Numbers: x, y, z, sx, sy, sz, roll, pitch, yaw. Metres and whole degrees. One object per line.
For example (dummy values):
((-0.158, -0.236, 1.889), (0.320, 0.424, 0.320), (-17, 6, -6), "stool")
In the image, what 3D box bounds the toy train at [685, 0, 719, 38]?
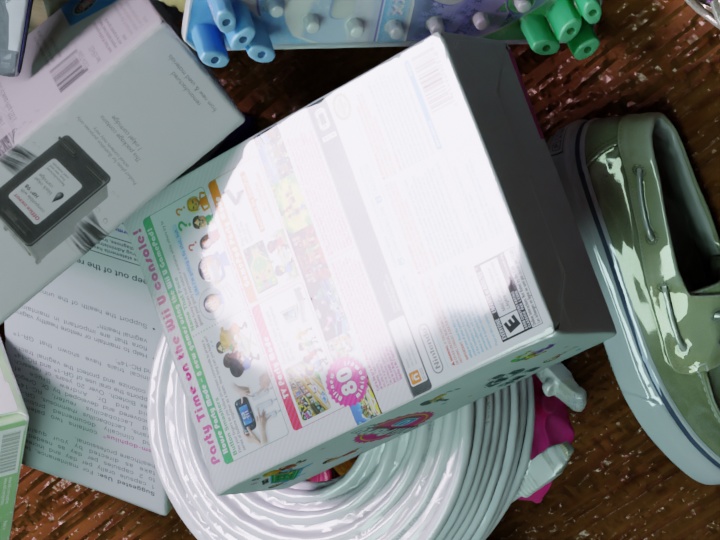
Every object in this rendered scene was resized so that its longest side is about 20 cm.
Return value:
((0.224, -0.103, 1.293), (0.116, 0.085, 0.200), (-39, 90, 26), "toy train")

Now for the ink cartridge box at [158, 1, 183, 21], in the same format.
((-0.108, -0.213, 1.408), (0.199, 0.041, 0.200), (8, 127, 24), "ink cartridge box")

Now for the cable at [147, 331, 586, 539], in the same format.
((-0.012, 0.068, 1.443), (0.200, 0.069, 0.200), (-49, 66, 20), "cable")

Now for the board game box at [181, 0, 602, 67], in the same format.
((0.032, -0.173, 1.292), (0.199, 0.026, 0.200), (-2, 132, -17), "board game box")

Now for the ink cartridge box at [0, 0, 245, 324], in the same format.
((-0.160, -0.048, 1.391), (0.200, 0.116, 0.067), (-39, 115, 2), "ink cartridge box")

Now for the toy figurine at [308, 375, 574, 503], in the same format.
((0.029, 0.095, 1.530), (0.200, 0.150, 0.184), (41, 123, 22), "toy figurine")

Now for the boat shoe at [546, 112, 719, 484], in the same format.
((0.152, 0.016, 1.417), (0.062, 0.072, 0.200), (-13, 114, 38), "boat shoe")

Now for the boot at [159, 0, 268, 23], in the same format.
((-0.070, -0.229, 1.310), (0.175, 0.066, 0.200), (38, 125, 5), "boot")

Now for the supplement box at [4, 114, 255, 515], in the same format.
((-0.121, 0.013, 1.545), (0.103, 0.101, 0.200), (17, 130, 18), "supplement box")

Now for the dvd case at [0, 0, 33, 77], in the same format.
((-0.212, -0.192, 1.324), (0.150, 0.025, 0.201), (10, 117, -6), "dvd case")

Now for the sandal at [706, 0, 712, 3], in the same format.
((0.148, -0.144, 1.275), (0.202, 0.083, 0.050), (3, 125, 6), "sandal")

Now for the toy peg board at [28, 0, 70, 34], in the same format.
((-0.259, -0.177, 1.447), (0.200, 0.098, 0.200), (13, 129, 39), "toy peg board")

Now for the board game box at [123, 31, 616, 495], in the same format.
((0.000, 0.000, 1.356), (0.200, 0.064, 0.148), (-26, 76, 30), "board game box")

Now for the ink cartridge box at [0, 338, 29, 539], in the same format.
((-0.236, 0.035, 1.601), (0.146, 0.048, 0.200), (107, 146, -57), "ink cartridge box")
